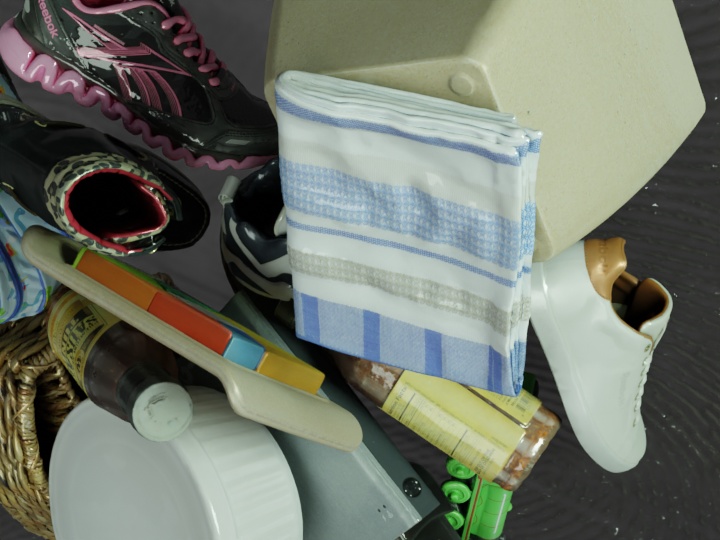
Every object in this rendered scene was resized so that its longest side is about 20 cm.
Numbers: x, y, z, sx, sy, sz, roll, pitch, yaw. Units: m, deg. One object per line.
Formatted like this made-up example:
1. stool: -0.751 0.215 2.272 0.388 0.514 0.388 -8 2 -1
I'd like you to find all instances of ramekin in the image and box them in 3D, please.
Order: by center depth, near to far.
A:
1. ramekin: -0.126 0.174 1.389 0.202 0.094 0.203 17 114 43

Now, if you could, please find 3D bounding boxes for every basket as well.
1. basket: -0.195 0.112 1.470 0.149 0.143 0.200 2 130 28

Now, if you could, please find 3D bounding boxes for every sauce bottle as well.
1. sauce bottle: -0.159 0.060 1.304 0.066 0.066 0.200 55 170 -24
2. sauce bottle: 0.036 0.068 1.308 0.200 0.066 0.066 36 138 8

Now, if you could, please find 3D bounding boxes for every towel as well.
1. towel: 0.024 -0.016 1.064 0.146 0.024 0.200 14 136 16

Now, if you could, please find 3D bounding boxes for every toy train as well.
1. toy train: 0.090 0.142 1.423 0.056 0.042 0.200 12 135 3

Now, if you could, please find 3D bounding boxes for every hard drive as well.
1. hard drive: -0.044 0.115 1.388 0.200 0.033 0.140 52 143 6

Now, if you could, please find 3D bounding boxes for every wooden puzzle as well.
1. wooden puzzle: -0.102 0.040 1.262 0.200 0.037 0.185 34 -178 28

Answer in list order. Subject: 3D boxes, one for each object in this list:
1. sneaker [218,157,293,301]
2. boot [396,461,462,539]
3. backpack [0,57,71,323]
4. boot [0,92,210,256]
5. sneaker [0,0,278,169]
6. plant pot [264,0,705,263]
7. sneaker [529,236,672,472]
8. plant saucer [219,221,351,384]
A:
1. sneaker: -0.002 -0.016 1.224 0.199 0.080 0.130 23 164 18
2. boot: 0.018 0.230 1.481 0.174 0.069 0.201 -21 91 55
3. backpack: -0.274 -0.059 1.368 0.163 0.154 0.200 -2 143 41
4. boot: -0.153 -0.041 1.268 0.203 0.074 0.154 25 -177 -41
5. sneaker: -0.129 -0.138 1.254 0.199 0.079 0.096 26 115 -3
6. plant pot: 0.056 -0.107 1.108 0.199 0.177 0.200 -3 128 31
7. sneaker: 0.170 0.058 1.278 0.084 0.073 0.200 -13 133 15
8. plant saucer: 0.000 0.000 1.343 0.200 0.032 0.201 15 134 16
